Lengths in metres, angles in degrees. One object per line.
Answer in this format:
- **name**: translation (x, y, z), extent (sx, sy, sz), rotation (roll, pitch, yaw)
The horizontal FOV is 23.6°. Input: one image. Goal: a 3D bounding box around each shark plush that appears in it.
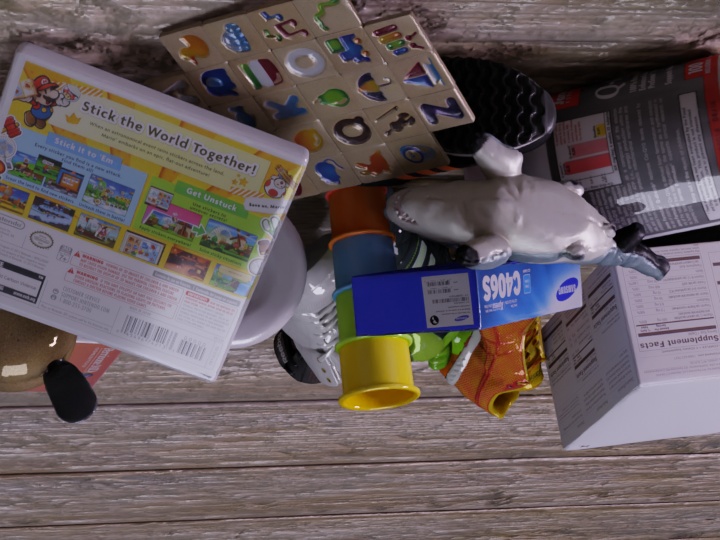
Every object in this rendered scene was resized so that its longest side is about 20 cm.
- **shark plush**: translation (0.120, -0.035, 1.168), extent (0.199, 0.091, 0.083), rotation (1, 165, -24)

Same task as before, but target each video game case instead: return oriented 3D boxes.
- **video game case**: translation (-0.158, -0.035, 1.145), extent (0.199, 0.023, 0.183), rotation (20, 115, -9)

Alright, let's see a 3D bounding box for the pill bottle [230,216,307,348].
- **pill bottle**: translation (-0.100, -0.006, 1.294), extent (0.112, 0.113, 0.200), rotation (-3, -177, -5)

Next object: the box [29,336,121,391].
- **box**: translation (-0.304, 0.029, 1.418), extent (0.199, 0.107, 0.152), rotation (3, 159, -21)

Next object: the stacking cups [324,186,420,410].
- **stacking cups**: translation (0.000, 0.000, 1.264), extent (0.060, 0.201, 0.061), rotation (-7, 160, -3)

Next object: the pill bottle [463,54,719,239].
- **pill bottle**: translation (0.181, -0.076, 1.221), extent (0.199, 0.116, 0.116), rotation (-12, 160, 19)

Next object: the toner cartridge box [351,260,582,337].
- **toner cartridge box**: translation (0.080, 0.015, 1.225), extent (0.095, 0.043, 0.200), rotation (-3, -178, 27)

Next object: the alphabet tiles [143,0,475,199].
- **alphabet tiles**: translation (-0.034, -0.111, 1.126), extent (0.199, 0.006, 0.167), rotation (-11, 138, 27)

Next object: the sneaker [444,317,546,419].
- **sneaker**: translation (0.131, 0.055, 1.456), extent (0.077, 0.073, 0.200), rotation (34, 152, 12)

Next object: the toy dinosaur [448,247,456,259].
- **toy dinosaur**: translation (0.147, -0.043, 1.370), extent (0.199, 0.086, 0.135), rotation (-10, 168, 31)

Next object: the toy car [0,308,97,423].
- **toy car**: translation (-0.251, 0.023, 1.237), extent (0.163, 0.201, 0.158), rotation (-4, 144, -8)

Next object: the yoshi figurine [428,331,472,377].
- **yoshi figurine**: translation (0.050, 0.039, 1.541), extent (0.112, 0.113, 0.200), rotation (-1, 158, 13)

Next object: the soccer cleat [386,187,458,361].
- **soccer cleat**: translation (0.037, -0.013, 1.399), extent (0.081, 0.067, 0.201), rotation (-36, 133, -20)

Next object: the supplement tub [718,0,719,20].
- **supplement tub**: translation (0.318, -0.147, 1.043), extent (0.199, 0.123, 0.122), rotation (14, 153, -43)

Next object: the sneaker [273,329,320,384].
- **sneaker**: translation (-0.038, 0.063, 1.636), extent (0.097, 0.071, 0.201), rotation (-8, 162, 2)

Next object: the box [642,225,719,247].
- **box**: translation (0.344, 0.002, 1.544), extent (0.199, 0.079, 0.141), rotation (10, 159, -36)

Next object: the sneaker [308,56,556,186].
- **sneaker**: translation (0.043, -0.098, 1.207), extent (0.199, 0.070, 0.090), rotation (-5, 165, 17)

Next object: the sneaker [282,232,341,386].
- **sneaker**: translation (-0.023, 0.037, 1.449), extent (0.074, 0.116, 0.200), rotation (-41, -176, -12)

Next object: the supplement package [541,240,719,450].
- **supplement package**: translation (0.254, 0.062, 1.399), extent (0.155, 0.111, 0.200), rotation (-5, 162, -13)
